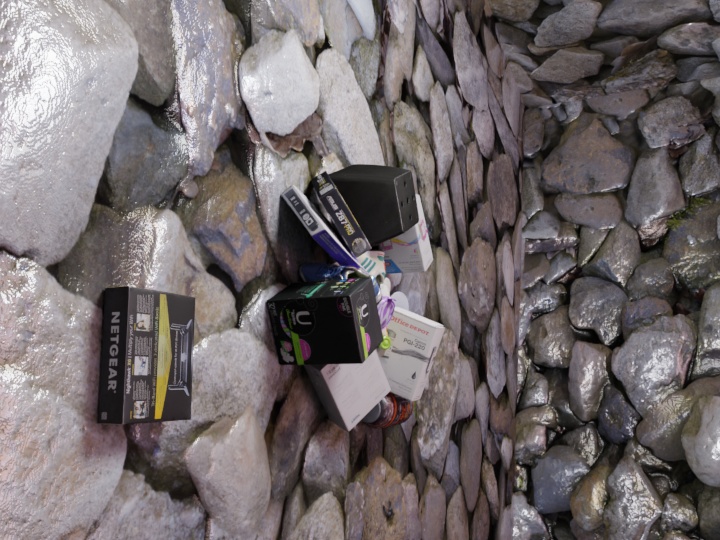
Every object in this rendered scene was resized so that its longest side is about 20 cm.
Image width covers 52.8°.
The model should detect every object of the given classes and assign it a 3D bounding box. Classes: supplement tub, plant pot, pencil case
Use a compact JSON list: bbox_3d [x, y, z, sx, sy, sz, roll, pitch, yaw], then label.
[{"bbox_3d":[0.058,0.354,1.884,0.199,0.106,0.109,13,74,-64],"label":"supplement tub"},{"bbox_3d":[0.041,-0.169,1.842,0.199,0.175,0.203,-36,117,-62],"label":"plant pot"},{"bbox_3d":[-0.015,0.063,1.660,0.086,0.199,0.084,-62,151,0],"label":"pencil case"}]

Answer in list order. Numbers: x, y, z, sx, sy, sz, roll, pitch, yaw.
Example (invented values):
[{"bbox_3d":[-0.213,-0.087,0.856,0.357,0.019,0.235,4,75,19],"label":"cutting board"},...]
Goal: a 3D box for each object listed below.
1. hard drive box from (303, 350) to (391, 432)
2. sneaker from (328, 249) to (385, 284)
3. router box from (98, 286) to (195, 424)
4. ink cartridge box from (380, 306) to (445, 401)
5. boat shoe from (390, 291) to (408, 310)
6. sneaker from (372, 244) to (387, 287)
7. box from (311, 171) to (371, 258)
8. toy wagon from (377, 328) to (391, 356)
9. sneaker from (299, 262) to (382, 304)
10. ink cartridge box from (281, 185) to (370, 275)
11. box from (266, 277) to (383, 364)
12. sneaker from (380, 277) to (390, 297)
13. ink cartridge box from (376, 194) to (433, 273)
[{"bbox_3d":[-0.029,0.241,1.668,0.155,0.076,0.202,-39,126,-27],"label":"hard drive box"},{"bbox_3d":[0.000,0.000,1.811,0.199,0.070,0.095,-2,80,-53],"label":"sneaker"},{"bbox_3d":[-0.327,0.133,1.126,0.157,0.052,0.203,19,69,-63],"label":"router box"},{"bbox_3d":[0.112,0.210,1.844,0.085,0.144,0.203,14,96,-69],"label":"ink cartridge box"},{"bbox_3d":[0.076,0.152,2.005,0.073,0.065,0.202,33,58,-19],"label":"boat shoe"},{"bbox_3d":[0.028,-0.003,1.933,0.201,0.059,0.105,-67,145,-53],"label":"sneaker"},{"bbox_3d":[-0.047,-0.130,1.645,0.162,0.049,0.200,61,1,-19],"label":"box"},{"bbox_3d":[0.018,0.111,1.784,0.039,0.155,0.203,-13,100,-27],"label":"toy wagon"},{"bbox_3d":[-0.044,0.014,1.596,0.078,0.197,0.076,81,29,-51],"label":"sneaker"},{"bbox_3d":[-0.073,-0.073,1.602,0.201,0.043,0.198,52,4,34],"label":"ink cartridge box"},{"bbox_3d":[-0.072,0.106,1.519,0.124,0.197,0.151,-38,121,-61],"label":"box"},{"bbox_3d":[0.055,0.089,1.947,0.201,0.080,0.077,-64,140,-50],"label":"sneaker"},{"bbox_3d":[0.107,-0.100,2.014,0.085,0.143,0.203,-49,130,-55],"label":"ink cartridge box"}]
